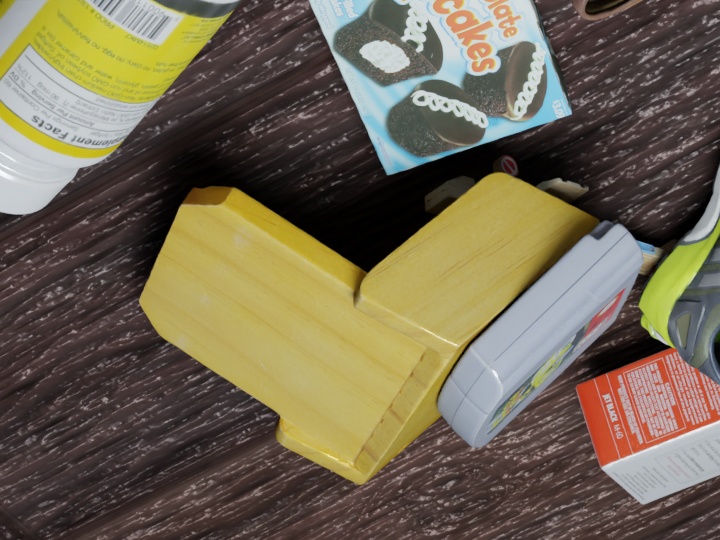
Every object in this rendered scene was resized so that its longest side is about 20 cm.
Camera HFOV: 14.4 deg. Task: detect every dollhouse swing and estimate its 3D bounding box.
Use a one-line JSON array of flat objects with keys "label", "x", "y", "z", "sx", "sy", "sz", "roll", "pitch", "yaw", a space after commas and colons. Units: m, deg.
[{"label": "dollhouse swing", "x": 0.000, "y": 0.000, "z": 1.695, "sx": 0.182, "sy": 0.176, "sz": 0.200, "roll": -40, "pitch": 169, "yaw": -29}]

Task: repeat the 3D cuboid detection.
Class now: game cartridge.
[{"label": "game cartridge", "x": 0.102, "y": 0.044, "z": 1.684, "sx": 0.133, "sy": 0.041, "sz": 0.200, "roll": -39, "pitch": 171, "yaw": -8}]

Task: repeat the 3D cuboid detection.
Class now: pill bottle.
[{"label": "pill bottle", "x": -0.151, "y": -0.129, "z": 1.534, "sx": 0.114, "sy": 0.115, "sz": 0.200, "roll": 25, "pitch": 127, "yaw": -29}]

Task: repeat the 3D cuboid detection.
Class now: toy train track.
[{"label": "toy train track", "x": 0.124, "y": -0.031, "z": 1.727, "sx": 0.199, "sy": 0.033, "sz": 0.115, "roll": 16, "pitch": 148, "yaw": -33}]

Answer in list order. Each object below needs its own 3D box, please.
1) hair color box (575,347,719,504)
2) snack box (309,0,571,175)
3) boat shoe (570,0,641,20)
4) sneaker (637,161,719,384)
[{"label": "hair color box", "x": 0.248, "y": 0.076, "z": 1.810, "sx": 0.199, "sy": 0.064, "sz": 0.111, "roll": -21, "pitch": 158, "yaw": 13}, {"label": "snack box", "x": 0.036, "y": -0.149, "z": 1.598, "sx": 0.115, "sy": 0.037, "sz": 0.201, "roll": -18, "pitch": 134, "yaw": 8}, {"label": "boat shoe", "x": 0.197, "y": -0.197, "z": 1.550, "sx": 0.199, "sy": 0.072, "sz": 0.072, "roll": -25, "pitch": 133, "yaw": 16}, {"label": "sneaker", "x": 0.245, "y": -0.017, "z": 1.710, "sx": 0.074, "sy": 0.081, "sz": 0.201, "roll": -1, "pitch": 130, "yaw": -39}]
